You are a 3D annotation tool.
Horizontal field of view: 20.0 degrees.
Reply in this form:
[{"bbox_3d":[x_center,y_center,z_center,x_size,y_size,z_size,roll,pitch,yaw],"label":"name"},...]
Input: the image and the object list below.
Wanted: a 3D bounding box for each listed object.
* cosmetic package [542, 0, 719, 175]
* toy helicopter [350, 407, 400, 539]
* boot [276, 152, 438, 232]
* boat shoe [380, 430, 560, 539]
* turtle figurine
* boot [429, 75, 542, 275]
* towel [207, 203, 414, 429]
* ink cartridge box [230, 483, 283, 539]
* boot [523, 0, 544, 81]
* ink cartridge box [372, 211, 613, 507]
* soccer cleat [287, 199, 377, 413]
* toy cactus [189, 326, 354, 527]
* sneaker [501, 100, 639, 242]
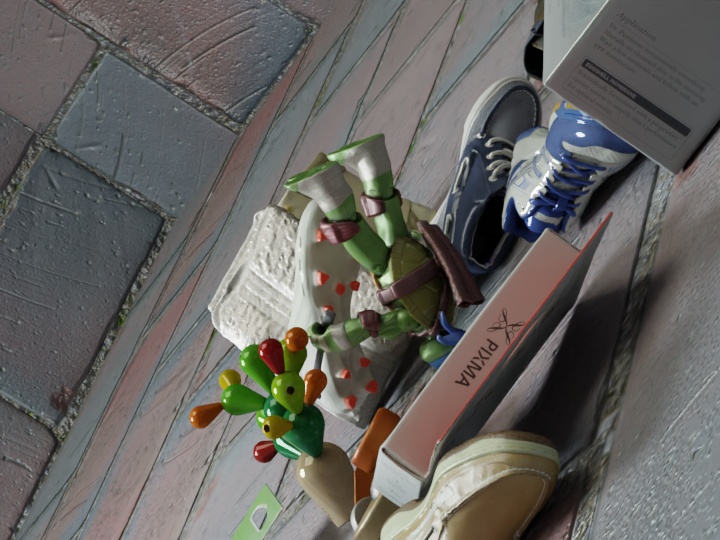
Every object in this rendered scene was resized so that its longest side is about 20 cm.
[{"bbox_3d":[0.232,-0.211,1.450,0.200,0.123,0.200,-52,12,24],"label":"cosmetic package"},{"bbox_3d":[0.035,0.147,1.525,0.133,0.079,0.200,-63,-3,24],"label":"toy helicopter"},{"bbox_3d":[-0.023,-0.003,1.915,0.200,0.155,0.073,-60,-2,-23],"label":"boot"},{"bbox_3d":[0.069,0.170,1.293,0.200,0.071,0.076,124,158,-54],"label":"boat shoe"},{"bbox_3d":[0.000,0.000,1.680,0.144,0.195,0.200,-27,10,-13],"label":"turtle figurine"},{"bbox_3d":[0.122,-0.081,1.763,0.090,0.073,0.201,-11,55,66],"label":"boot"},{"bbox_3d":[-0.042,0.038,1.853,0.034,0.200,0.133,12,-72,-61],"label":"towel"},{"bbox_3d":[-0.104,0.288,1.735,0.200,0.059,0.104,-58,11,-1],"label":"ink cartridge box"},{"bbox_3d":[0.200,-0.237,1.858,0.200,0.074,0.097,134,154,-77],"label":"boot"},{"bbox_3d":[0.085,0.055,1.361,0.200,0.043,0.174,-51,-12,-19],"label":"ink cartridge box"},{"bbox_3d":[-0.036,0.030,1.760,0.077,0.201,0.069,15,31,43],"label":"soccer cleat"},{"bbox_3d":[-0.056,0.135,1.660,0.102,0.165,0.200,-31,-8,-23],"label":"toy cactus"},{"bbox_3d":[0.161,-0.070,1.553,0.200,0.075,0.088,135,153,-76],"label":"sneaker"}]
